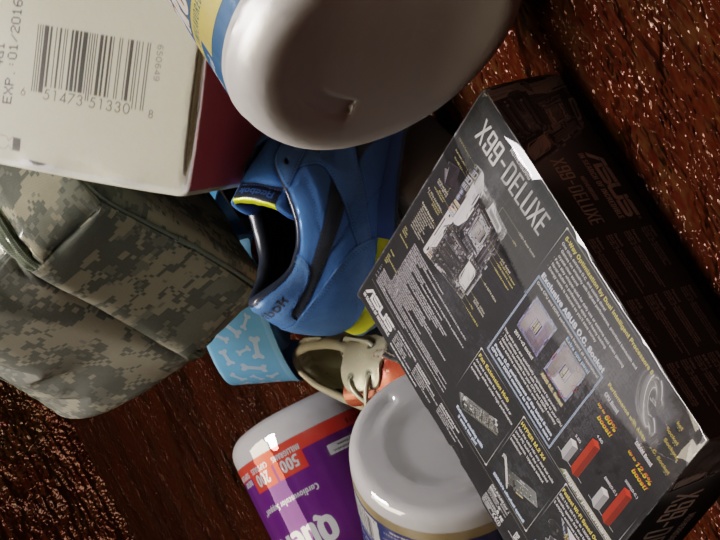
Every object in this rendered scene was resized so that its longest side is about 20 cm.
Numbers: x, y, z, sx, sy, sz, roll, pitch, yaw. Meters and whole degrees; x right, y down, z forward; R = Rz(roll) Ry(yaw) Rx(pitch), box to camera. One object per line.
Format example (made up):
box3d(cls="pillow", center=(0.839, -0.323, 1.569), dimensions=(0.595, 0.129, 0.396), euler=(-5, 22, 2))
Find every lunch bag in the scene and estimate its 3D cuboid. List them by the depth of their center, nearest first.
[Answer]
box3d(cls="lunch bag", center=(-0.185, -0.004, 1.627), dimensions=(0.200, 0.168, 0.140), euler=(32, -163, -50))

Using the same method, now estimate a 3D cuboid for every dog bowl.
box3d(cls="dog bowl", center=(-0.083, -0.007, 1.859), dimensions=(0.112, 0.049, 0.201), euler=(64, -168, -46))

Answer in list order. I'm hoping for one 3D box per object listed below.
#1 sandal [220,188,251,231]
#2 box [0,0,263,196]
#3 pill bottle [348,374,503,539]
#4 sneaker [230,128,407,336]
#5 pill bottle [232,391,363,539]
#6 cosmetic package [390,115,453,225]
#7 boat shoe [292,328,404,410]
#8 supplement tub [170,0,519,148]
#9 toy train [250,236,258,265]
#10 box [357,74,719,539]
box3d(cls="sandal", center=(-0.121, -0.099, 1.708), dimensions=(0.201, 0.045, 0.075), euler=(63, 177, -29))
box3d(cls="box", center=(-0.104, -0.108, 1.475), dimensions=(0.200, 0.127, 0.110), euler=(-17, -65, -70))
box3d(cls="pill bottle", center=(0.058, 0.156, 1.609), dimensions=(0.111, 0.111, 0.201), euler=(55, 164, 37))
box3d(cls="sneaker", center=(-0.023, -0.066, 1.433), dimensions=(0.066, 0.078, 0.201), euler=(-16, 67, 57))
box3d(cls="pill bottle", center=(0.000, 0.184, 1.891), dimensions=(0.201, 0.112, 0.112), euler=(63, 167, 8))
box3d(cls="cosmetic package", center=(0.074, 0.030, 1.442), dimensions=(0.200, 0.051, 0.151), euler=(48, 161, 52))
box3d(cls="boat shoe", center=(0.015, 0.067, 1.725), dimensions=(0.200, 0.062, 0.072), euler=(31, 142, 66))
box3d(cls="supplement tub", center=(-0.032, -0.170, 1.242), dimensions=(0.200, 0.144, 0.145), euler=(56, 165, 32))
box3d(cls="toy train", center=(0.000, 0.000, 1.644), dimensions=(0.116, 0.085, 0.200), euler=(45, 161, 21))
box3d(cls="box", center=(0.089, 0.037, 1.262), dimensions=(0.201, 0.050, 0.158), euler=(59, 141, 25))
